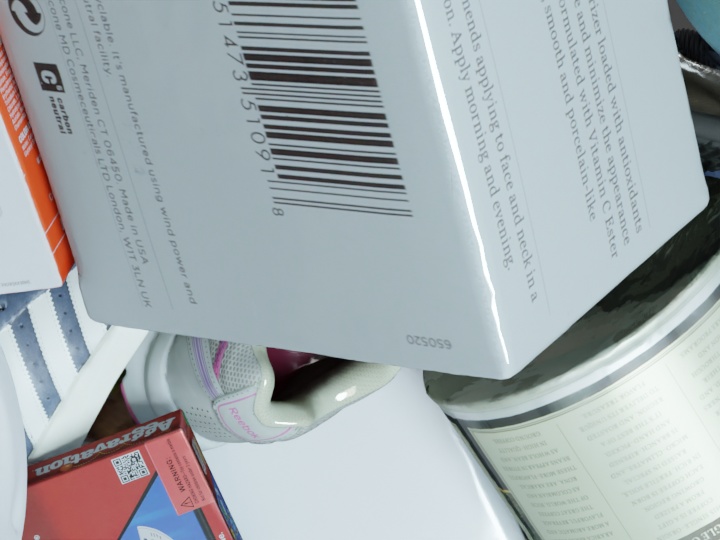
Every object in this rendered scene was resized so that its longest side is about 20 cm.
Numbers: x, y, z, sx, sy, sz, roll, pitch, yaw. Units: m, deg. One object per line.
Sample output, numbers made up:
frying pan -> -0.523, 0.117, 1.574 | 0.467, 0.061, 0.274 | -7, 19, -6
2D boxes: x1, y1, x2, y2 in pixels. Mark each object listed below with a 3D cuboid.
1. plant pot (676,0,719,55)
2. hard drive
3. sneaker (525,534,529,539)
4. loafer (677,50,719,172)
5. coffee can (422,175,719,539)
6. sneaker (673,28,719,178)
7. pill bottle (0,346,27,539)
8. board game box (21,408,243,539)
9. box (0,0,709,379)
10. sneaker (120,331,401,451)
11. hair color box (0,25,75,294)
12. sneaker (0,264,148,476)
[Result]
plant pot -> 0.191, -0.145, 0.992 | 0.200, 0.201, 0.134 | 34, 134, -30
hard drive -> 0.008, 0.136, 1.065 | 0.131, 0.027, 0.201 | -24, 94, 3
sneaker -> 0.088, 0.144, 1.128 | 0.200, 0.088, 0.076 | -36, 120, -4
loafer -> 0.071, -0.095, 0.994 | 0.199, 0.073, 0.072 | 20, 76, -11
coffee can -> 0.137, 0.085, 1.033 | 0.146, 0.146, 0.200 | -35, 108, -3
sneaker -> 0.184, -0.010, 1.080 | 0.200, 0.070, 0.082 | 42, 114, -1
pill bottle -> -0.231, 0.074, 0.930 | 0.199, 0.112, 0.112 | -7, 119, 11
board game box -> -0.079, 0.157, 1.014 | 0.102, 0.019, 0.201 | -20, 115, 7
box -> -0.012, -0.088, 0.863 | 0.131, 0.199, 0.200 | -37, 122, -40
sneaker -> 0.000, 0.000, 1.011 | 0.200, 0.088, 0.081 | -51, 123, -17
hair color box -> -0.175, -0.087, 0.908 | 0.110, 0.064, 0.201 | -6, 122, 18
sneaker -> -0.132, 0.015, 0.992 | 0.084, 0.075, 0.201 | 24, 99, -20
